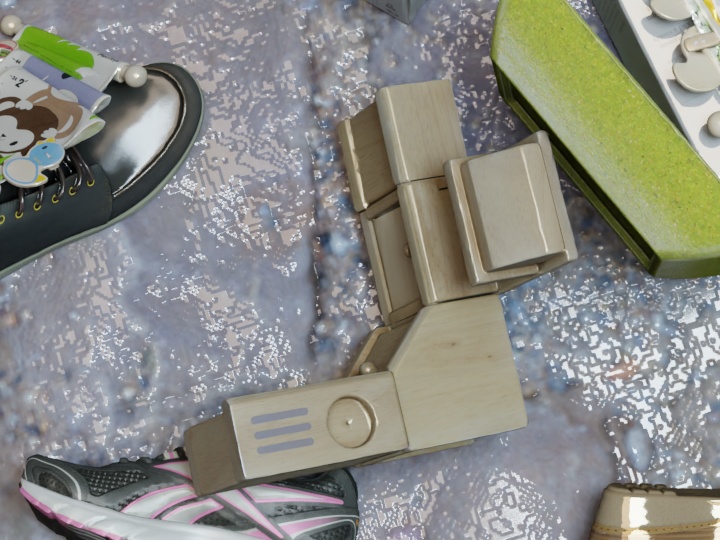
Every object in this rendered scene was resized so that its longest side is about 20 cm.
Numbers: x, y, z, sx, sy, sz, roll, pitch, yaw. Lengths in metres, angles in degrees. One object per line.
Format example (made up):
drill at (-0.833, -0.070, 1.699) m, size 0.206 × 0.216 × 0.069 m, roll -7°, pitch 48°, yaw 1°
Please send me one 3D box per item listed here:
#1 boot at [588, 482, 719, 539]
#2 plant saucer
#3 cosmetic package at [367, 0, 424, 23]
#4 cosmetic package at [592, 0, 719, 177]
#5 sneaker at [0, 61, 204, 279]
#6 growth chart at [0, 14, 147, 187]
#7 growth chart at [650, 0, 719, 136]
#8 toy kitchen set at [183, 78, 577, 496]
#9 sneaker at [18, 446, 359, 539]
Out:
boot at (0.219, 0.209, 1.257) m, size 0.199 × 0.072 × 0.168 m, roll 4°, pitch 95°, yaw 1°
plant saucer at (0.136, -0.069, 1.217) m, size 0.048 × 0.200 × 0.200 m, roll -40°, pitch 83°, yaw 2°
cosmetic package at (-0.029, -0.246, 1.302) m, size 0.199 × 0.081 × 0.113 m, roll 29°, pitch 87°, yaw 4°
cosmetic package at (0.199, -0.150, 1.287) m, size 0.101 × 0.071 × 0.201 m, roll -25°, pitch 82°, yaw -3°
sneaker at (-0.177, -0.056, 1.271) m, size 0.200 × 0.106 × 0.075 m, roll -36°, pitch 83°, yaw -3°
growth chart at (-0.214, -0.080, 1.237) m, size 0.144 × 0.018 × 0.200 m, roll 19°, pitch 42°, yaw 33°
growth chart at (0.226, -0.185, 1.240) m, size 0.144 × 0.018 × 0.201 m, roll -15°, pitch 83°, yaw -1°
toy kitchen set at (0.000, 0.000, 1.199) m, size 0.179 × 0.163 × 0.201 m, roll -9°, pitch 81°, yaw -25°
sneaker at (-0.093, 0.130, 1.271) m, size 0.199 × 0.080 × 0.087 m, roll 15°, pitch 72°, yaw -4°
